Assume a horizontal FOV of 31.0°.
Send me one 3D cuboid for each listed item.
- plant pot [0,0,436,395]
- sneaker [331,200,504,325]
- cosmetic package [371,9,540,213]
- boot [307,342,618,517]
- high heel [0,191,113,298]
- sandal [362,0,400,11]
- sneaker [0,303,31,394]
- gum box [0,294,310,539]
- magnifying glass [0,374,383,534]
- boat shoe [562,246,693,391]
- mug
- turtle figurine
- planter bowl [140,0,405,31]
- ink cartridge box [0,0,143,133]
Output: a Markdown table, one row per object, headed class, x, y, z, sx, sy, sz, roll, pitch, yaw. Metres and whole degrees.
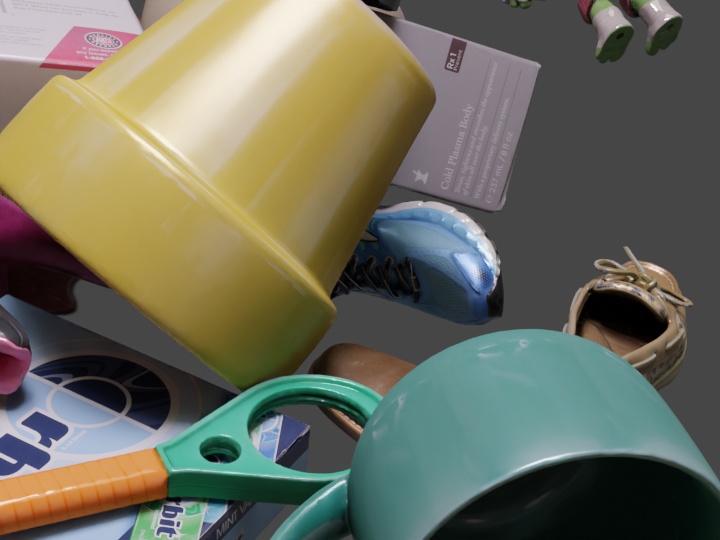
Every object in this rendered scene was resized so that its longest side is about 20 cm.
| class | x | y | z | sx | sy | sz | roll | pitch | yaw |
| --- | --- | --- | --- | --- | --- | --- | --- | --- | --- |
| plant pot | -0.065 | -0.062 | 0.699 | 0.189 | 0.201 | 0.201 | -49 | 50 | -4 |
| sneaker | 0.000 | 0.000 | 0.819 | 0.200 | 0.078 | 0.090 | 18 | 41 | 34 |
| cosmetic package | 0.001 | -0.114 | 0.842 | 0.200 | 0.107 | 0.090 | 12 | 7 | -20 |
| boot | 0.059 | 0.073 | 0.692 | 0.200 | 0.076 | 0.074 | 24 | 36 | 28 |
| high heel | -0.169 | -0.038 | 0.805 | 0.200 | 0.096 | 0.067 | -10 | 34 | -26 |
| sandal | -0.005 | -0.188 | 0.775 | 0.075 | 0.048 | 0.200 | 19 | 7 | -4 |
| sneaker | -0.239 | 0.053 | 0.587 | 0.200 | 0.079 | 0.095 | -26 | 53 | -38 |
| gum box | -0.153 | 0.098 | 0.632 | 0.200 | 0.045 | 0.170 | 20 | 34 | 21 |
| magnifying glass | -0.073 | 0.088 | 0.602 | 0.200 | 0.022 | 0.080 | -11 | 37 | -25 |
| boat shoe | 0.160 | 0.038 | 0.783 | 0.073 | 0.063 | 0.200 | 16 | 31 | 15 |
| mug | 0.057 | 0.098 | 0.562 | 0.185 | 0.152 | 0.114 | 16 | 26 | -22 |
| turtle figurine | 0.222 | -0.281 | 1.324 | 0.144 | 0.200 | 0.194 | 14 | 40 | -53 |
| planter bowl | -0.081 | -0.147 | 0.943 | 0.200 | 0.200 | 0.135 | 20 | 60 | 21 |
| ink cartridge box | -0.225 | -0.150 | 0.839 | 0.146 | 0.083 | 0.200 | 1 | 37 | -27 |
